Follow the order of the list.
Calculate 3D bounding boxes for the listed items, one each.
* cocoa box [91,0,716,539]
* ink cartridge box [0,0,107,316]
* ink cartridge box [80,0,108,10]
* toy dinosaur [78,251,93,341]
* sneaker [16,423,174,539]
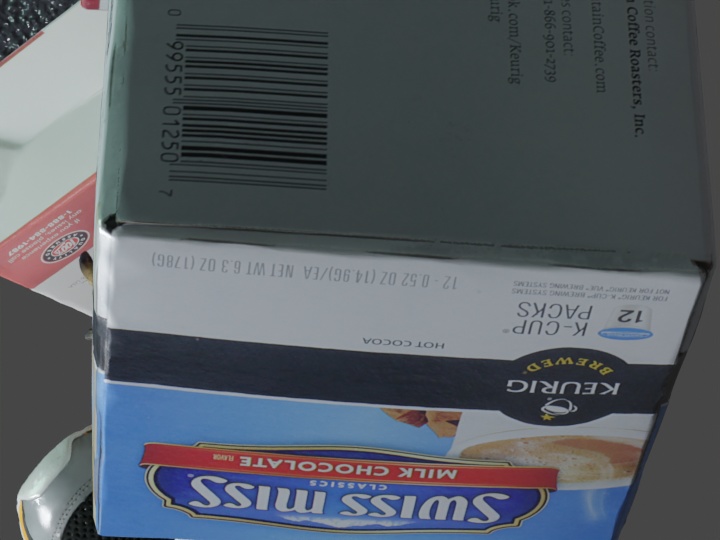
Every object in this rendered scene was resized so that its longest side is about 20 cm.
[{"bbox_3d":[0.005,-0.048,0.691,0.131,0.133,0.200,101,171,-55],"label":"cocoa box"},{"bbox_3d":[-0.067,-0.037,1.097,0.068,0.116,0.200,60,-168,23],"label":"ink cartridge box"},{"bbox_3d":[-0.016,-0.195,0.946,0.145,0.144,0.201,119,155,-78],"label":"ink cartridge box"},{"bbox_3d":[-0.045,0.025,1.048,0.086,0.135,0.200,61,159,24],"label":"toy dinosaur"},{"bbox_3d":[-0.042,0.121,1.032,0.078,0.200,0.077,-47,36,5],"label":"sneaker"}]
